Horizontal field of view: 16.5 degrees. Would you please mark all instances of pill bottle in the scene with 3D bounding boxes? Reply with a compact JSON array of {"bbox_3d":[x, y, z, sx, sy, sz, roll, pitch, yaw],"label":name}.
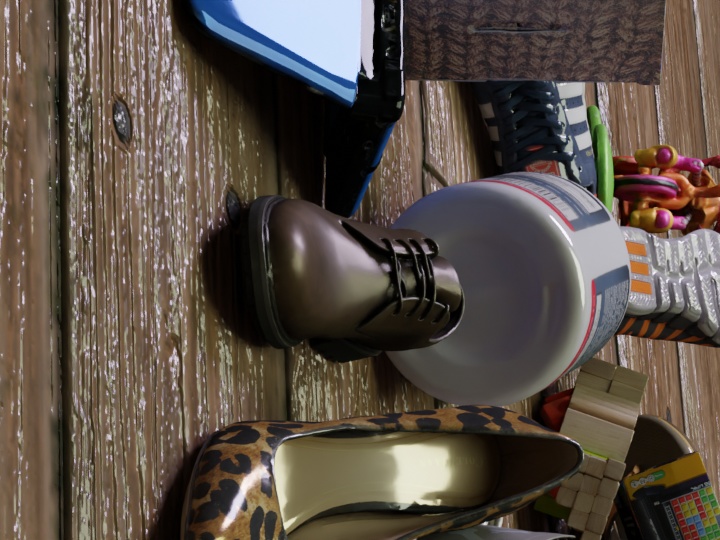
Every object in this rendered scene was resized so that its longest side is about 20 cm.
[{"bbox_3d":[0.087,0.006,1.382,0.200,0.119,0.120,-15,96,-73],"label":"pill bottle"}]

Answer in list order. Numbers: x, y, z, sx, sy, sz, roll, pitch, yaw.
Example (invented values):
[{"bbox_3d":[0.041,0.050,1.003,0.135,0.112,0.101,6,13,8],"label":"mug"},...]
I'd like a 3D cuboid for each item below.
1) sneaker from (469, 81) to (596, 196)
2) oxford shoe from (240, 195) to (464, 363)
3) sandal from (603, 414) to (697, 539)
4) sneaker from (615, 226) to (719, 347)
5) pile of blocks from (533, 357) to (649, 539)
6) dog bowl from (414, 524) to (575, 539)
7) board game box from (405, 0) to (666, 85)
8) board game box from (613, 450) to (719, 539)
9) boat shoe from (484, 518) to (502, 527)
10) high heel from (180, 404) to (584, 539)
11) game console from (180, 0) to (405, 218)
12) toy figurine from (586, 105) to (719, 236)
[{"bbox_3d":[0.113,-0.086,1.583,0.200,0.075,0.085,61,22,-49],"label":"sneaker"},{"bbox_3d":[0.000,0.000,1.169,0.200,0.084,0.073,14,71,-70],"label":"oxford shoe"},{"bbox_3d":[0.201,0.193,1.764,0.054,0.080,0.200,28,57,-43],"label":"sandal"},{"bbox_3d":[0.179,0.018,1.659,0.200,0.112,0.078,16,63,-44],"label":"sneaker"},{"bbox_3d":[0.141,0.118,1.621,0.200,0.062,0.082,-58,166,-66],"label":"pile of blocks"},{"bbox_3d":[0.043,0.206,1.130,0.200,0.059,0.200,-35,133,-47],"label":"dog bowl"},{"bbox_3d":[0.091,-0.211,1.398,0.097,0.159,0.200,85,7,-55],"label":"board game box"},{"bbox_3d":[0.220,0.206,1.627,0.200,0.057,0.166,59,10,-83],"label":"board game box"},{"bbox_3d":[0.049,0.200,1.251,0.071,0.069,0.200,52,35,-64],"label":"boat shoe"},{"bbox_3d":[0.010,0.092,1.055,0.200,0.142,0.072,-15,97,-73],"label":"high heel"},{"bbox_3d":[-0.040,-0.152,1.222,0.171,0.118,0.200,115,-20,-60],"label":"game console"},{"bbox_3d":[0.249,-0.046,1.731,0.200,0.184,0.150,83,8,-78],"label":"toy figurine"}]
